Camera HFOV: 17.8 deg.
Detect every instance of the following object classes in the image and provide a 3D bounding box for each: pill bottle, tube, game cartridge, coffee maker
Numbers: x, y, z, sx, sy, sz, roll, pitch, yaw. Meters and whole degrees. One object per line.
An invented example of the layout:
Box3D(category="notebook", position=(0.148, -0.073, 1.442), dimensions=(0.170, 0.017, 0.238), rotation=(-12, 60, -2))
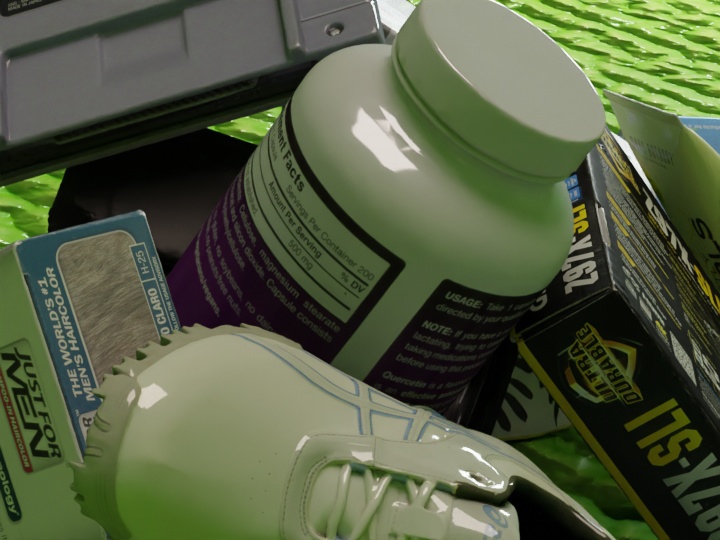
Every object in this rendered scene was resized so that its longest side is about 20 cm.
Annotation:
Box3D(category="pill bottle", position=(0.000, 0.000, 0.820), dimensions=(0.112, 0.200, 0.113), rotation=(27, 30, -18))
Box3D(category="tube", position=(0.175, 0.001, 1.026), dimensions=(0.058, 0.200, 0.052), rotation=(-19, 28, 39))
Box3D(category="game cartridge", position=(-0.092, -0.109, 0.978), dimensions=(0.198, 0.039, 0.130), rotation=(-16, 52, 6))
Box3D(category="coffee maker", position=(-0.026, -0.006, 0.992), dimensions=(0.198, 0.194, 0.135), rotation=(14, 7, 9))

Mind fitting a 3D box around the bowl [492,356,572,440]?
Box3D(category="bowl", position=(0.037, -0.004, 1.133), dimensions=(0.199, 0.095, 0.201), rotation=(8, 23, -4))

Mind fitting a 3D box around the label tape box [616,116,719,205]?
Box3D(category="label tape box", position=(0.212, 0.017, 1.164), dimensions=(0.142, 0.066, 0.201), rotation=(2, 53, -16))

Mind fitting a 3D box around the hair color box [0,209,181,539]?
Box3D(category="hair color box", position=(-0.139, 0.058, 0.794), dimensions=(0.060, 0.101, 0.199), rotation=(-16, -4, -45))

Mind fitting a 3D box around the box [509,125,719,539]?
Box3D(category="box", position=(0.123, 0.040, 0.926), dimensions=(0.049, 0.200, 0.160), rotation=(-30, 30, 15))

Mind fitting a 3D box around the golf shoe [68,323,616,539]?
Box3D(category="golf shoe", position=(0.004, 0.068, 0.716), dimensions=(0.097, 0.079, 0.199), rotation=(13, -1, 44))

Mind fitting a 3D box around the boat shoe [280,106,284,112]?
Box3D(category="boat shoe", position=(0.039, -0.065, 1.302), dimensions=(0.198, 0.072, 0.072), rotation=(17, 24, 16))

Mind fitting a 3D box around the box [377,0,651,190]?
Box3D(category="box", position=(0.045, -0.083, 1.083), dimensions=(0.199, 0.041, 0.156), rotation=(32, 12, 0))
